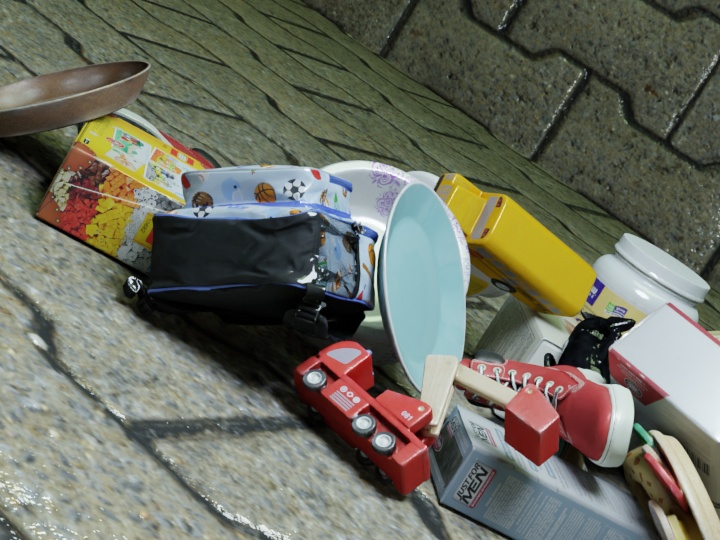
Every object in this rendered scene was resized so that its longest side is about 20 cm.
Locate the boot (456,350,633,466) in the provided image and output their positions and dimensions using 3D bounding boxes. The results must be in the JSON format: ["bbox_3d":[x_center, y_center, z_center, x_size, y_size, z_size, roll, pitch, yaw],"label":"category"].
[{"bbox_3d":[0.162,0.121,1.471,0.144,0.073,0.200,13,6,-9],"label":"boot"}]

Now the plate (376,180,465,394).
[{"bbox_3d":[0.052,0.018,1.487,0.026,0.200,0.200,-6,-1,23],"label":"plate"}]

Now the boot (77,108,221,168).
[{"bbox_3d":[-0.226,-0.127,1.773,0.200,0.072,0.144,35,11,-23],"label":"boot"}]

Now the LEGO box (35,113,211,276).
[{"bbox_3d":[-0.219,-0.074,1.568,0.149,0.077,0.200,29,13,-10],"label":"LEGO box"}]

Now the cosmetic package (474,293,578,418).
[{"bbox_3d":[0.196,0.102,1.796,0.087,0.103,0.200,31,14,-10],"label":"cosmetic package"}]

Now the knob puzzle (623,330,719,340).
[{"bbox_3d":[0.283,0.124,1.761,0.030,0.220,0.220,57,6,-17],"label":"knob puzzle"}]

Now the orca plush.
[{"bbox_3d":[0.256,0.090,1.655,0.105,0.071,0.200,43,34,2],"label":"orca plush"}]

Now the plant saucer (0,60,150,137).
[{"bbox_3d":[-0.305,-0.170,1.618,0.200,0.035,0.200,-11,16,3],"label":"plant saucer"}]

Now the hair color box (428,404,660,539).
[{"bbox_3d":[0.161,0.204,1.437,0.200,0.061,0.099,29,13,-14],"label":"hair color box"}]

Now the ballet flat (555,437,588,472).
[{"bbox_3d":[0.189,0.184,1.597,0.072,0.068,0.200,49,5,-14],"label":"ballet flat"}]

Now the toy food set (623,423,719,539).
[{"bbox_3d":[0.288,0.232,1.445,0.198,0.049,0.200,66,4,-66],"label":"toy food set"}]

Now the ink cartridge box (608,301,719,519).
[{"bbox_3d":[0.317,0.148,1.536,0.147,0.083,0.200,42,-19,33],"label":"ink cartridge box"}]

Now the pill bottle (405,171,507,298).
[{"bbox_3d":[0.104,-0.032,1.821,0.111,0.111,0.200,41,9,37],"label":"pill bottle"}]

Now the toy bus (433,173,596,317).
[{"bbox_3d":[0.156,-0.026,1.712,0.200,0.065,0.078,37,-16,-33],"label":"toy bus"}]

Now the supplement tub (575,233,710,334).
[{"bbox_3d":[0.318,0.071,1.964,0.145,0.200,0.145,29,13,-7],"label":"supplement tub"}]

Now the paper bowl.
[{"bbox_3d":[0.000,0.000,1.609,0.200,0.104,0.201,11,60,-19],"label":"paper bowl"}]

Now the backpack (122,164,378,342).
[{"bbox_3d":[-0.076,-0.013,1.428,0.200,0.154,0.190,5,-12,26],"label":"backpack"}]

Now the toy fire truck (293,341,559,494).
[{"bbox_3d":[0.054,0.114,1.365,0.200,0.141,0.049,40,-29,33],"label":"toy fire truck"}]
